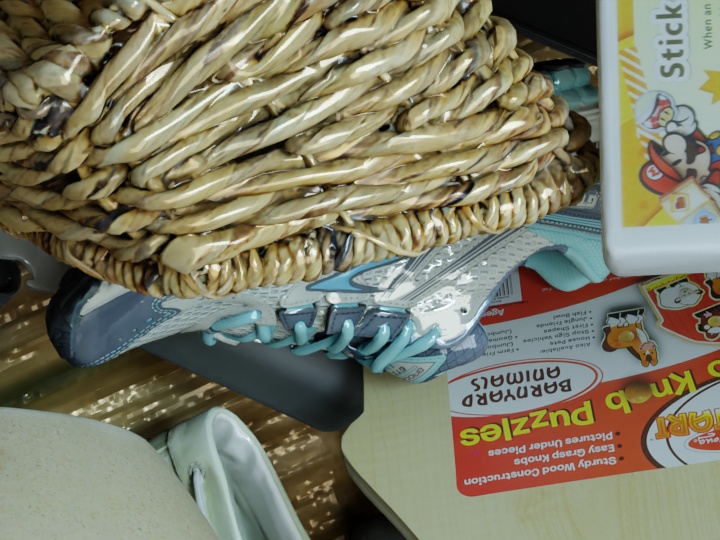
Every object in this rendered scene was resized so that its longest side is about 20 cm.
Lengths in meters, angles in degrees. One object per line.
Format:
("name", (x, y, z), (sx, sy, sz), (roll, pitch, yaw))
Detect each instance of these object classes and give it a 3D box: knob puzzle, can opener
("knob puzzle", (0.093, 0.051, 0.915), (0.220, 0.220, 0.030), (-25, 135, -12))
("can opener", (-0.084, 0.002, 0.938), (0.200, 0.053, 0.066), (22, 135, -27))

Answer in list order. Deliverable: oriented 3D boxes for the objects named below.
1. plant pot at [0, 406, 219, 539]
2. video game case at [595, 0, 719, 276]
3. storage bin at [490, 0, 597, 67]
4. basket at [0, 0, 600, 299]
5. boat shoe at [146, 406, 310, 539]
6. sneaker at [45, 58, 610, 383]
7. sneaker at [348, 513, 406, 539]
("plant pot", (-0.110, 0.115, 0.842), (0.200, 0.200, 0.135), (10, 72, -26))
("video game case", (0.156, -0.098, 0.787), (0.182, 0.023, 0.200), (-3, 70, 8))
("storage bin", (0.105, -0.133, 0.930), (0.200, 0.094, 0.135), (19, 102, -27))
("basket", (-0.049, -0.057, 0.832), (0.143, 0.200, 0.149), (-44, 121, -3))
("boat shoe", (-0.026, 0.138, 0.932), (0.062, 0.200, 0.072), (-39, 165, 26))
("sneaker", (0.000, 0.000, 0.894), (0.200, 0.078, 0.086), (-22, 96, -21))
("sneaker", (0.090, 0.086, 1.034), (0.200, 0.076, 0.091), (0, 93, -21))
